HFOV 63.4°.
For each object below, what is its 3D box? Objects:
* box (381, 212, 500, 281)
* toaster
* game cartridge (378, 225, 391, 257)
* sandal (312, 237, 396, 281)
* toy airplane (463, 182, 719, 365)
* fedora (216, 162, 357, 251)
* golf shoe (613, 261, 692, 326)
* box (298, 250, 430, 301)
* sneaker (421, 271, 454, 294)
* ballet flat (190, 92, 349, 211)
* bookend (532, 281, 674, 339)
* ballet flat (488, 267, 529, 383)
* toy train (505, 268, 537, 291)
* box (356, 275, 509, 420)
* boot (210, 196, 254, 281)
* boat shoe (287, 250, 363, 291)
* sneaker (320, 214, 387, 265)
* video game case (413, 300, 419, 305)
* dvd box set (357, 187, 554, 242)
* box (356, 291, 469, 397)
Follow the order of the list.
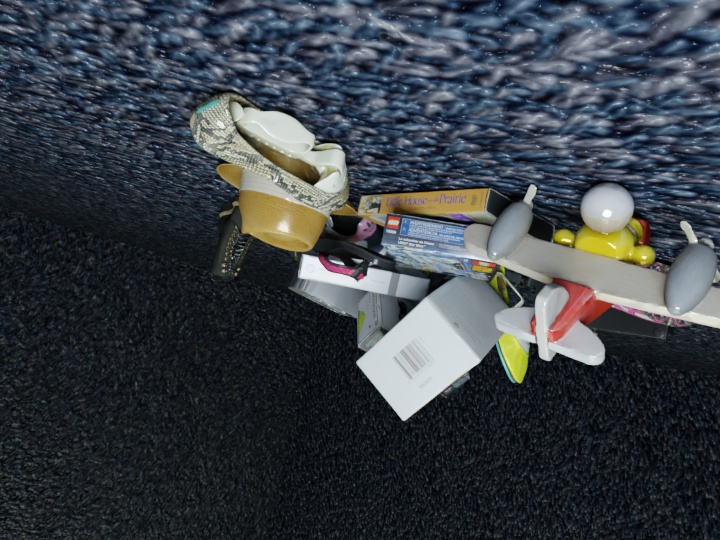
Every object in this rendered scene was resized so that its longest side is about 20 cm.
[{"bbox_3d":[0.107,-0.024,0.736,0.136,0.040,0.200,11,175,10],"label":"box"},{"bbox_3d":[-0.049,0.017,1.203,0.199,0.119,0.181,28,171,-14],"label":"toaster"},{"bbox_3d":[0.054,-0.045,0.973,0.133,0.041,0.199,14,175,-41],"label":"game cartridge"},{"bbox_3d":[-0.025,-0.013,0.794,0.075,0.045,0.199,21,174,-38],"label":"sandal"},{"bbox_3d":[0.208,-0.008,0.531,0.198,0.142,0.199,-1,-154,-2],"label":"toy airplane"},{"bbox_3d":[-0.104,-0.075,0.760,0.199,0.082,0.201,17,175,2],"label":"fedora"},{"bbox_3d":[0.348,0.015,0.774,0.199,0.073,0.092,23,180,2],"label":"golf shoe"},{"bbox_3d":[0.000,0.000,0.950,0.199,0.041,0.156,10,-172,-6],"label":"box"},{"bbox_3d":[0.121,0.015,1.026,0.085,0.075,0.200,42,-175,7],"label":"sneaker"},{"bbox_3d":[-0.063,-0.110,0.560,0.075,0.068,0.199,-15,153,42],"label":"ballet flat"},{"bbox_3d":[0.409,0.062,0.918,0.198,0.093,0.199,6,172,43],"label":"bookend"},{"bbox_3d":[0.237,0.076,0.934,0.067,0.201,0.067,-28,151,22],"label":"ballet flat"},{"bbox_3d":[0.249,0.005,1.029,0.199,0.034,0.046,15,-176,-11],"label":"toy train"},{"bbox_3d":[0.116,0.098,0.841,0.106,0.152,0.200,49,-150,10],"label":"box"},{"bbox_3d":[-0.203,-0.047,1.001,0.077,0.139,0.200,15,172,-23],"label":"boot"},{"bbox_3d":[-0.051,-0.030,1.073,0.199,0.076,0.074,31,-161,-8],"label":"boat shoe"},{"bbox_3d":[-0.049,-0.073,0.890,0.199,0.070,0.082,15,146,32],"label":"sneaker"},{"bbox_3d":[0.103,0.028,1.130,0.143,0.018,0.200,21,-159,-51],"label":"video game case"},{"bbox_3d":[0.115,-0.062,0.721,0.146,0.030,0.199,18,171,-41],"label":"dvd box set"},{"bbox_3d":[0.088,0.119,1.000,0.199,0.060,0.117,32,-151,-23],"label":"box"}]
